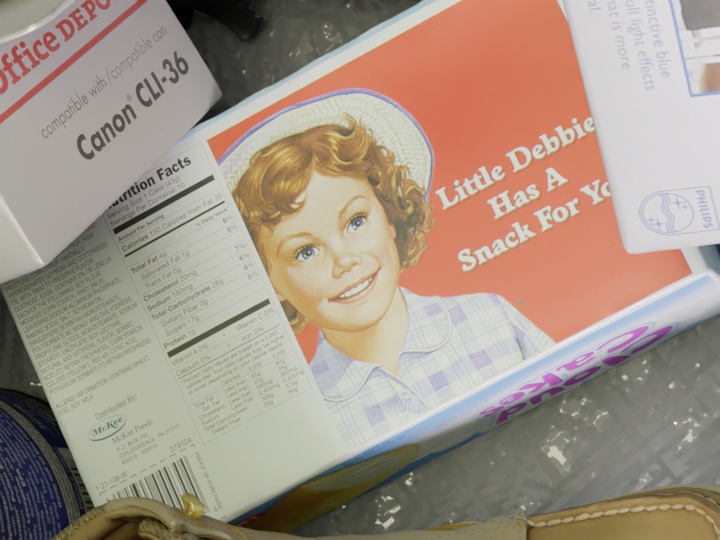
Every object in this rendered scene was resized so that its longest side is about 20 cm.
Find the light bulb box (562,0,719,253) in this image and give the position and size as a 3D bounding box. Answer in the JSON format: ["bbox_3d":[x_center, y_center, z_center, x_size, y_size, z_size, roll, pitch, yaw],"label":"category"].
[{"bbox_3d":[0.161,-0.120,0.703,0.200,0.125,0.198,-6,37,16],"label":"light bulb box"}]

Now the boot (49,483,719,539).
[{"bbox_3d":[0.003,0.096,0.744,0.200,0.155,0.073,-18,65,25],"label":"boot"}]

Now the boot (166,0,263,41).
[{"bbox_3d":[-0.053,-0.167,0.854,0.162,0.073,0.199,-2,82,22],"label":"boot"}]

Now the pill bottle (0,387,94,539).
[{"bbox_3d":[-0.150,0.084,0.782,0.112,0.200,0.112,-2,83,17],"label":"pill bottle"}]

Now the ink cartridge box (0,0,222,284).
[{"bbox_3d":[-0.124,-0.036,0.794,0.200,0.116,0.068,-21,108,35],"label":"ink cartridge box"}]

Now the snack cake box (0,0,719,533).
[{"bbox_3d":[0.000,0.000,0.817,0.200,0.067,0.115,-28,75,12],"label":"snack cake box"}]
